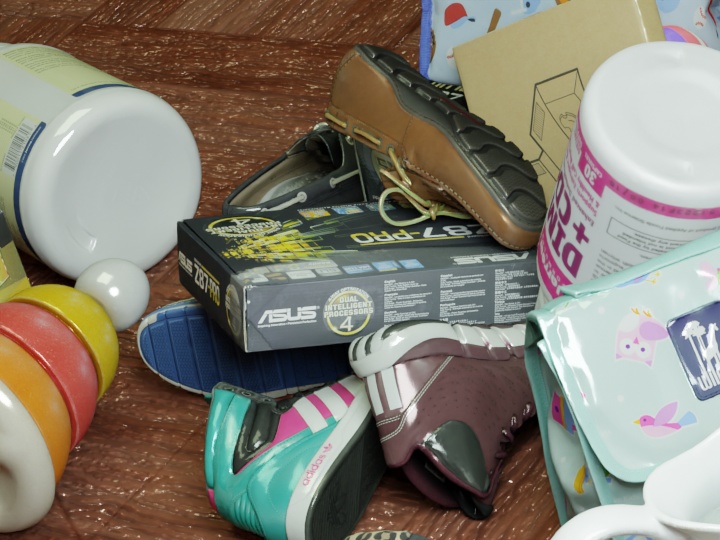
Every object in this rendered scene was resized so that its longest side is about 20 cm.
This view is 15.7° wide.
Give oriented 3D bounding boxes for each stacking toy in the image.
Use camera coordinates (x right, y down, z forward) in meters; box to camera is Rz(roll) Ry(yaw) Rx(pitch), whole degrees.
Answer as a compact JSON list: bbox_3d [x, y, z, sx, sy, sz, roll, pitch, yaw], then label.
[{"bbox_3d":[-0.205,0.059,1.677,0.146,0.146,0.200,8,37,35],"label":"stacking toy"}]

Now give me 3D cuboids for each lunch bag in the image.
[{"bbox_3d":[0.184,0.075,1.413,0.170,0.200,0.122,-21,31,-10],"label":"lunch bag"},{"bbox_3d":[0.164,-0.183,1.745,0.200,0.124,0.170,-13,21,-43],"label":"lunch bag"}]

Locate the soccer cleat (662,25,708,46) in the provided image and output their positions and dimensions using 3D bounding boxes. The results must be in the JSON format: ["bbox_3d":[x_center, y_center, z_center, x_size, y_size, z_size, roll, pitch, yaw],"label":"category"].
[{"bbox_3d":[0.228,-0.089,1.668,0.076,0.200,0.067,31,77,35],"label":"soccer cleat"}]

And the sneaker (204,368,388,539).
[{"bbox_3d":[-0.033,0.093,1.607,0.121,0.084,0.200,11,38,27],"label":"sneaker"}]

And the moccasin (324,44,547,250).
[{"bbox_3d":[0.043,-0.068,1.652,0.074,0.078,0.201,8,26,-50],"label":"moccasin"}]

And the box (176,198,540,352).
[{"bbox_3d":[0.000,0.000,1.634,0.200,0.049,0.161,-5,19,-17],"label":"box"}]

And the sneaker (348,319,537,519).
[{"bbox_3d":[0.084,0.092,1.569,0.200,0.116,0.076,0,-17,-33],"label":"sneaker"}]

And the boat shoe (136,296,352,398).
[{"bbox_3d":[-0.045,0.038,1.715,0.200,0.072,0.072,0,29,8],"label":"boat shoe"}]

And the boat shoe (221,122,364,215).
[{"bbox_3d":[-0.027,-0.071,1.879,0.074,0.060,0.200,15,43,43],"label":"boat shoe"}]

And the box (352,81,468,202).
[{"bbox_3d":[0.123,-0.082,1.785,0.200,0.086,0.164,16,37,42],"label":"box"}]

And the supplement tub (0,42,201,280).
[{"bbox_3d":[-0.224,-0.084,1.912,0.145,0.145,0.200,-32,34,-24],"label":"supplement tub"}]

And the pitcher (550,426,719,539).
[{"bbox_3d":[0.177,0.174,1.254,0.171,0.200,0.121,-20,30,-8],"label":"pitcher"}]

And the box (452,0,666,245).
[{"bbox_3d":[0.142,-0.066,1.625,0.021,0.200,0.163,-12,-4,-42],"label":"box"}]

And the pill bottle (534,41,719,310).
[{"bbox_3d":[0.162,-0.025,1.484,0.113,0.200,0.113,4,52,-6],"label":"pill bottle"}]

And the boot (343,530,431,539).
[{"bbox_3d":[0.019,0.213,1.399,0.200,0.073,0.151,4,36,39],"label":"boot"}]

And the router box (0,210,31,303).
[{"bbox_3d":[-0.302,0.064,1.701,0.200,0.157,0.052,-31,34,-22],"label":"router box"}]
